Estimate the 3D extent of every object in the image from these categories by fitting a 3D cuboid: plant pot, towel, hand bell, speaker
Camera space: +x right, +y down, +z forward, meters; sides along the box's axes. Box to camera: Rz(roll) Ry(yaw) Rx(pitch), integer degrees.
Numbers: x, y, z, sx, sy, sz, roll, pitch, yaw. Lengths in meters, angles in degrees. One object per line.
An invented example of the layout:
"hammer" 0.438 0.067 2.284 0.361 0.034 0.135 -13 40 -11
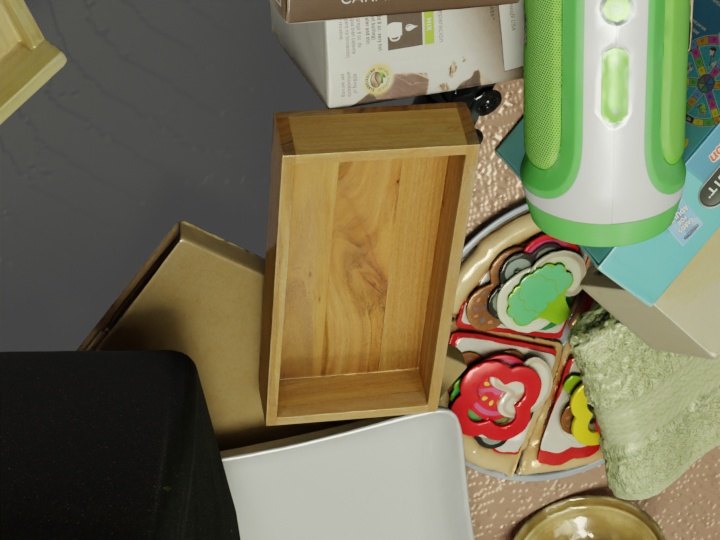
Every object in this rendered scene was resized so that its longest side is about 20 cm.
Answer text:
"plant pot" -0.155 0.148 1.018 0.198 0.178 0.201 -2 132 12
"towel" 0.218 0.039 1.208 0.199 0.036 0.149 -32 125 -17
"hand bell" 0.162 0.251 1.310 0.103 0.104 0.201 -23 134 -7
"speaker" 0.117 -0.117 0.951 0.088 0.089 0.202 -10 119 -14

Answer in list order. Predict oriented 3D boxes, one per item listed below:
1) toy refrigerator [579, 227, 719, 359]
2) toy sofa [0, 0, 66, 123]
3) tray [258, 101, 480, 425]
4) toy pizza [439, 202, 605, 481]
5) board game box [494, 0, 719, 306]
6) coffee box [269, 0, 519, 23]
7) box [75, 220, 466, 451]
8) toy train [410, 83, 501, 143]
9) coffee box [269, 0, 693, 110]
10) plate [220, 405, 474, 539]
"toy refrigerator" 0.213 -0.053 1.121 0.070 0.076 0.201 39 80 -18
"toy sofa" -0.224 -0.152 0.925 0.083 0.097 0.201 -45 146 -17
"tray" 0.000 0.000 1.043 0.098 0.037 0.201 -4 137 -10
"toy pizza" 0.127 0.046 1.208 0.198 0.032 0.202 -8 119 -16
"board game box" 0.177 -0.100 1.080 0.047 0.151 0.200 33 102 -31
"coffee box" -0.009 -0.191 0.936 0.113 0.200 0.080 -8 119 -16
"box" -0.063 0.069 1.135 0.199 0.021 0.164 25 120 -28
"toy train" 0.022 -0.034 1.096 0.045 0.034 0.201 -5 137 -32
"coffee box" 0.060 -0.153 1.033 0.198 0.113 0.080 -11 120 -14
"plate" -0.031 0.162 1.185 0.198 0.032 0.201 -12 130 -1
